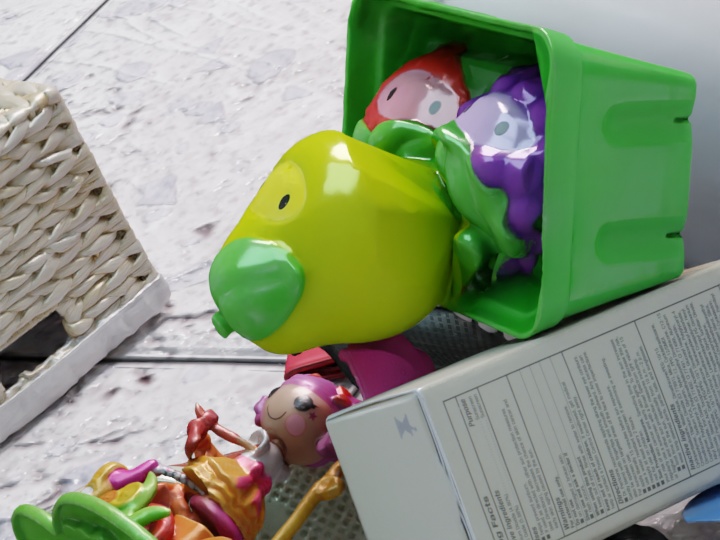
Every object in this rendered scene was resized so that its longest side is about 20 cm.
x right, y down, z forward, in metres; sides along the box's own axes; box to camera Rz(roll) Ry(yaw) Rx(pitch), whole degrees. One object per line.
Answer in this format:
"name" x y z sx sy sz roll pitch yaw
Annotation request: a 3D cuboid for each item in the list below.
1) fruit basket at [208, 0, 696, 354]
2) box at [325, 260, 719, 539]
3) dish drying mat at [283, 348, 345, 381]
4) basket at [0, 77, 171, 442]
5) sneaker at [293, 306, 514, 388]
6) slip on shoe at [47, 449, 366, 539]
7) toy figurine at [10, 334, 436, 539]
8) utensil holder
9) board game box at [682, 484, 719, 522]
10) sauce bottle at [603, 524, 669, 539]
"fruit basket" 0.024 -0.042 1.265 0.214 0.157 0.216 3 10 -1
"box" 0.093 0.070 1.239 0.199 0.096 0.078 -19 0 -35
"dish drying mat" 0.000 0.000 1.595 0.076 0.018 0.200 -15 29 12
"basket" -0.259 -0.006 1.640 0.198 0.162 0.199 -39 31 -28
"sneaker" 0.041 0.032 1.459 0.199 0.091 0.067 17 33 13
"slip on shoe" -0.064 0.120 1.388 0.199 0.075 0.061 -16 6 13
"toy figurine" -0.038 0.101 1.291 0.184 0.151 0.200 -41 30 -23
"utensil holder" 0.123 -0.092 1.449 0.199 0.171 0.170 12 36 7
"board game box" 0.242 0.103 1.208 0.157 0.039 0.199 -16 7 -43
"sauce bottle" 0.111 0.177 1.158 0.064 0.065 0.200 -15 26 12
